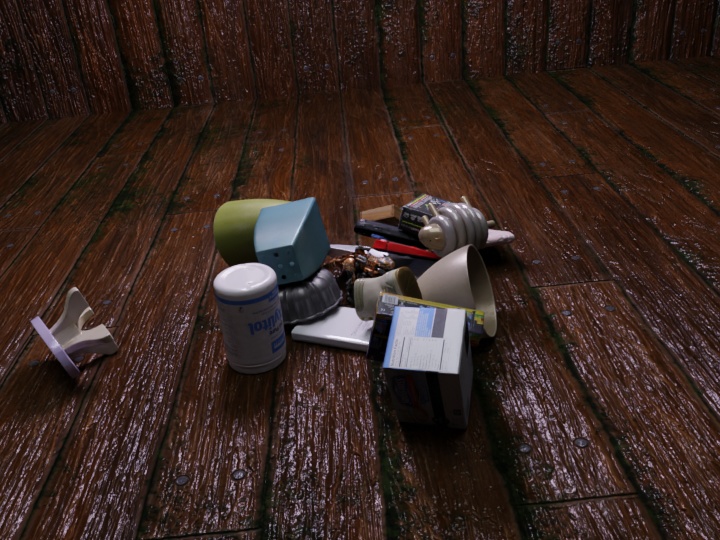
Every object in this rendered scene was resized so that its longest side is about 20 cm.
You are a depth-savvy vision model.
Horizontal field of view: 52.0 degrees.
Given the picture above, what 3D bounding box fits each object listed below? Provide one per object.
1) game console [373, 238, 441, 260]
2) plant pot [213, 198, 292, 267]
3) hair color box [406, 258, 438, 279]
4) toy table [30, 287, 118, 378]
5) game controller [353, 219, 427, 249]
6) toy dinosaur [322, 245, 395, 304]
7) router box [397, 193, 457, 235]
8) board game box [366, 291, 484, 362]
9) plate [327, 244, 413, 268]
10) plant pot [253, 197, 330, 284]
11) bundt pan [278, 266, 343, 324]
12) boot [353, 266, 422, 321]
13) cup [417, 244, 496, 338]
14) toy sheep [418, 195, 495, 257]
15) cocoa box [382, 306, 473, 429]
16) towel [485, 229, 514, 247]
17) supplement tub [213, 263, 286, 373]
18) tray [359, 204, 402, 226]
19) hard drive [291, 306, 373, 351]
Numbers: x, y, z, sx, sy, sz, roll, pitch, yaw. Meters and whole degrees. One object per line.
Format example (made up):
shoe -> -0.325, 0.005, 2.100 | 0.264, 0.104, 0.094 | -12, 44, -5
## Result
game console -> 0.122, -0.042, 1.775 | 0.176, 0.031, 0.200 | 14, 2, 5
plant pot -> -0.237, -0.105, 1.881 | 0.199, 0.188, 0.187 | -11, 22, 32
hair color box -> 0.129, 0.046, 1.725 | 0.100, 0.061, 0.200 | 8, 30, 30
toy table -> -0.615, 0.135, 1.585 | 0.117, 0.184, 0.200 | -36, 51, -20
game controller -> 0.081, -0.083, 1.822 | 0.199, 0.042, 0.104 | 14, -13, 0
toy dinosaur -> 0.000, 0.000, 1.747 | 0.102, 0.136, 0.200 | -25, 26, -27
router box -> 0.193, -0.127, 1.829 | 0.149, 0.062, 0.200 | 20, 20, 15
board game box -> 0.119, 0.125, 1.407 | 0.199, 0.166, 0.057 | 11, 51, 1
plate -> 0.022, -0.034, 1.863 | 0.199, 0.033, 0.199 | 12, 6, 30
plant pot -> -0.166, -0.054, 1.702 | 0.140, 0.142, 0.200 | -11, 26, 12
bundt pan -> -0.144, 0.049, 1.712 | 0.201, 0.076, 0.202 | -13, 20, 5
boot -> 0.068, 0.100, 1.556 | 0.154, 0.201, 0.072 | -14, 6, 45
cup -> 0.195, 0.059, 1.583 | 0.143, 0.201, 0.201 | -15, 23, 22
toy sheep -> 0.219, -0.092, 1.651 | 0.199, 0.139, 0.138 | -15, 29, -22
cocoa box -> 0.124, 0.174, 1.309 | 0.130, 0.200, 0.134 | 2, 53, 15
towel -> 0.269, -0.074, 1.901 | 0.199, 0.032, 0.191 | -10, 8, -11
supplement tub -> -0.229, 0.099, 1.542 | 0.131, 0.201, 0.132 | -5, 28, 2
tray -> 0.090, -0.117, 1.917 | 0.098, 0.037, 0.200 | -10, -17, 29
hard drive -> -0.036, 0.126, 1.642 | 0.199, 0.027, 0.132 | 7, 30, 22
